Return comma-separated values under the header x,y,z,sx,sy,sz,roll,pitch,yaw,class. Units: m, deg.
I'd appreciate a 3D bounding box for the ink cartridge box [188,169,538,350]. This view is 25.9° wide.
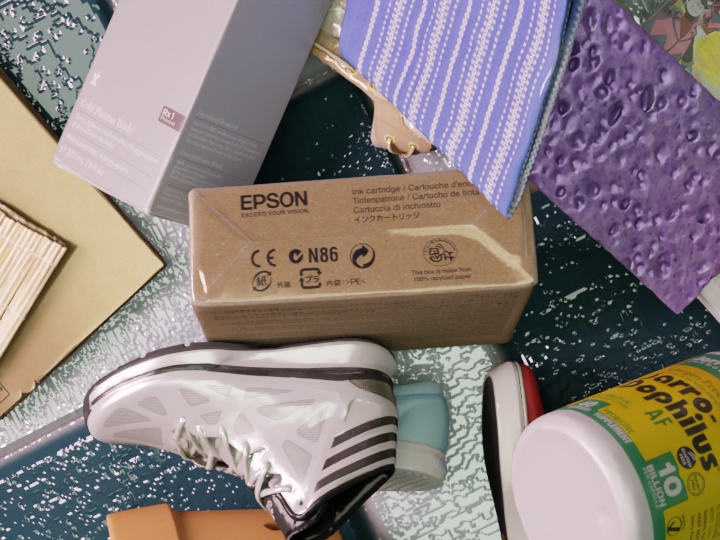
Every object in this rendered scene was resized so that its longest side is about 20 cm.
x,y,z,sx,sy,sz,roll,pitch,yaw,class
0.000,0.000,0.959,0.198,0.165,0.076,-4,77,-2,ink cartridge box

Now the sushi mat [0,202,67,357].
x,y,z,sx,sy,sz,roll,pitch,yaw,class
-0.286,0.041,1.053,0.095,0.012,0.201,34,99,0,sushi mat

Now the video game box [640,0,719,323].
x,y,z,sx,sy,sz,roll,pitch,yaw,class
0.246,-0.085,0.994,0.182,0.047,0.200,-41,86,4,video game box

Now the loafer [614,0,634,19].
x,y,z,sx,sy,sz,roll,pitch,yaw,class
0.076,-0.164,0.983,0.199,0.070,0.070,27,83,23,loafer

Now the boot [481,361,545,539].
x,y,z,sx,sy,sz,roll,pitch,yaw,class
0.160,0.148,1.023,0.143,0.072,0.202,-12,93,-2,boot

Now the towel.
x,y,z,sx,sy,sz,roll,pitch,yaw,class
0.048,-0.142,0.882,0.024,0.200,0.146,-5,126,-31,towel

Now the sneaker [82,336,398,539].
x,y,z,sx,sy,sz,roll,pitch,yaw,class
-0.073,0.109,0.954,0.199,0.076,0.116,-7,57,4,sneaker

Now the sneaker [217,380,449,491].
x,y,z,sx,sy,sz,roll,pitch,yaw,class
-0.036,0.096,1.041,0.198,0.074,0.083,6,65,9,sneaker

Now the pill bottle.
x,y,z,sx,sy,sz,roll,pitch,yaw,class
0.200,0.114,0.955,0.199,0.113,0.114,-16,94,-30,pill bottle

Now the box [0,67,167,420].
x,y,z,sx,sy,sz,roll,pitch,yaw,class
-0.253,-0.025,1.062,0.163,0.021,0.200,-41,90,6,box

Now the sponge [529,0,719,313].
x,y,z,sx,sy,sz,roll,pitch,yaw,class
0.155,-0.078,0.936,0.200,0.030,0.112,41,99,-11,sponge

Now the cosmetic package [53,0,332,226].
x,y,z,sx,sy,sz,roll,pitch,yaw,class
-0.100,-0.136,0.993,0.106,0.090,0.201,26,99,38,cosmetic package

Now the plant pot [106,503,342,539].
x,y,z,sx,sy,sz,roll,pitch,yaw,class
-0.071,0.236,0.993,0.139,0.200,0.202,-13,93,-11,plant pot

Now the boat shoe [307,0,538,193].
x,y,z,sx,sy,sz,roll,pitch,yaw,class
0.031,-0.107,1.012,0.069,0.074,0.200,-46,79,10,boat shoe
